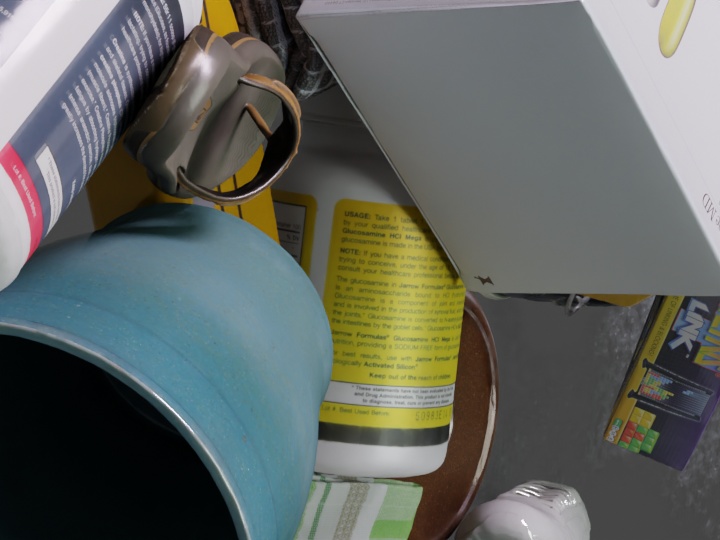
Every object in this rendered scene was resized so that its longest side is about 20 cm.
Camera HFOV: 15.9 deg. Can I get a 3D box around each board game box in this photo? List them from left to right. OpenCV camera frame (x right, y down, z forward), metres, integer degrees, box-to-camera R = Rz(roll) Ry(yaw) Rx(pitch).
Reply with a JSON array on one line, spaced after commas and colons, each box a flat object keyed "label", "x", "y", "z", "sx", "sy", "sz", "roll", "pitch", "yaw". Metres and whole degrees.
[{"label": "board game box", "x": 0.214, "y": -0.007, "z": 1.504, "sx": 0.200, "sy": 0.057, "sz": 0.166, "roll": 107, "pitch": 6, "yaw": -47}]

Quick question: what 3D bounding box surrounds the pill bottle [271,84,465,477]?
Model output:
[{"label": "pill bottle", "x": 0.000, "y": 0.000, "z": 1.331, "sx": 0.112, "sy": 0.112, "sz": 0.201, "roll": -1, "pitch": 99, "yaw": -57}]

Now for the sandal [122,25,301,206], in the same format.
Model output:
[{"label": "sandal", "x": -0.054, "y": -0.063, "z": 1.111, "sx": 0.082, "sy": 0.054, "sz": 0.200, "roll": -61, "pitch": 176, "yaw": -1}]

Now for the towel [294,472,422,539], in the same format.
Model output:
[{"label": "towel", "x": -0.052, "y": 0.172, "z": 1.352, "sx": 0.200, "sy": 0.031, "sz": 0.150, "roll": 12, "pitch": 100, "yaw": -55}]

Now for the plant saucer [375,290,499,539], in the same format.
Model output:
[{"label": "plant saucer", "x": 0.028, "y": 0.086, "z": 1.472, "sx": 0.200, "sy": 0.032, "sz": 0.201, "roll": -22, "pitch": 117, "yaw": -54}]

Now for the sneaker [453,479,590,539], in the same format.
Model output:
[{"label": "sneaker", "x": 0.100, "y": 0.159, "z": 1.545, "sx": 0.200, "sy": 0.076, "sz": 0.081, "roll": 64, "pitch": 45, "yaw": -70}]

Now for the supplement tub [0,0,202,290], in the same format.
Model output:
[{"label": "supplement tub", "x": -0.152, "y": -0.097, "z": 1.047, "sx": 0.200, "sy": 0.140, "sz": 0.141, "roll": -56, "pitch": 140, "yaw": -32}]

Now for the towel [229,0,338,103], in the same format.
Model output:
[{"label": "towel", "x": -0.022, "y": -0.198, "z": 1.258, "sx": 0.166, "sy": 0.085, "sz": 0.201, "roll": -36, "pitch": 121, "yaw": -48}]

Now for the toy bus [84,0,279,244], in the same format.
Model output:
[{"label": "toy bus", "x": -0.087, "y": -0.043, "z": 1.230, "sx": 0.078, "sy": 0.065, "sz": 0.201, "roll": -39, "pitch": 129, "yaw": -45}]

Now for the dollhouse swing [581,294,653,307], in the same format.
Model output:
[{"label": "dollhouse swing", "x": 0.120, "y": -0.114, "z": 1.414, "sx": 0.182, "sy": 0.200, "sz": 0.176, "roll": -58, "pitch": 150, "yaw": -31}]

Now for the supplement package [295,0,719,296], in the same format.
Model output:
[{"label": "supplement package", "x": 0.094, "y": -0.092, "z": 1.223, "sx": 0.200, "sy": 0.155, "sz": 0.111, "roll": 56, "pitch": 48, "yaw": -40}]

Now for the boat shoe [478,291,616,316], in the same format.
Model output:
[{"label": "boat shoe", "x": 0.124, "y": -0.009, "z": 1.559, "sx": 0.200, "sy": 0.062, "sz": 0.075, "roll": 20, "pitch": 78, "yaw": -59}]

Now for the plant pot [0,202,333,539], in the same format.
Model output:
[{"label": "plant pot", "x": -0.103, "y": 0.067, "z": 1.131, "sx": 0.188, "sy": 0.199, "sz": 0.201, "roll": -52, "pitch": 139, "yaw": -55}]
